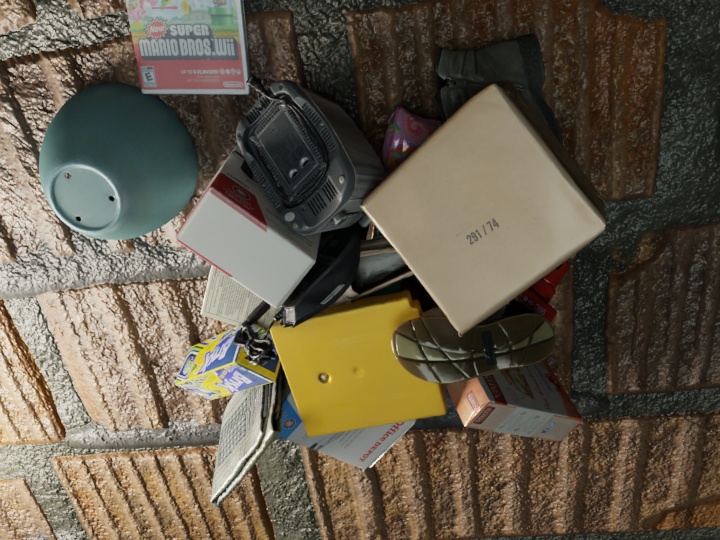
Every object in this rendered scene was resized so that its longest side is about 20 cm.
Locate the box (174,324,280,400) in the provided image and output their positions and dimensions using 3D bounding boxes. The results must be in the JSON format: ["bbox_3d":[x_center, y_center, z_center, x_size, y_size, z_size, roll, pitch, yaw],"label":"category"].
[{"bbox_3d":[-0.194,0.137,0.944,0.070,0.065,0.199,31,145,-28],"label":"box"}]

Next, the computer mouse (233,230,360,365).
[{"bbox_3d":[-0.072,0.036,0.788,0.046,0.140,0.201,44,74,-20],"label":"computer mouse"}]

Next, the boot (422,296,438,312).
[{"bbox_3d":[0.117,0.050,0.932,0.198,0.074,0.076,-27,103,9],"label":"boot"}]

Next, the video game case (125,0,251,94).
[{"bbox_3d":[-0.209,-0.313,0.766,0.140,0.018,0.203,1,120,4],"label":"video game case"}]

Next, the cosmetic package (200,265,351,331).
[{"bbox_3d":[-0.115,0.032,0.918,0.197,0.088,0.104,19,118,-6],"label":"cosmetic package"}]

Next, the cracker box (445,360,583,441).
[{"bbox_3d":[0.205,0.161,0.908,0.198,0.135,0.058,16,124,-33],"label":"cracker box"}]

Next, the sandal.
[{"bbox_3d":[0.136,0.090,0.784,0.196,0.054,0.082,-6,88,-3],"label":"sandal"}]

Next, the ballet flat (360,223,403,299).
[{"bbox_3d":[0.034,-0.031,0.884,0.067,0.068,0.202,10,121,-9],"label":"ballet flat"}]

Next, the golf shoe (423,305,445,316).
[{"bbox_3d":[0.044,0.090,0.889,0.199,0.092,0.075,-34,146,17],"label":"golf shoe"}]

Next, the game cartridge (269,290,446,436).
[{"bbox_3d":[-0.001,0.125,0.842,0.197,0.033,0.179,-12,111,11],"label":"game cartridge"}]

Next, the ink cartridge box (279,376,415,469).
[{"bbox_3d":[-0.034,0.209,1.001,0.198,0.086,0.147,27,118,-24],"label":"ink cartridge box"}]

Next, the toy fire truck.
[{"bbox_3d":[0.203,-0.023,0.830,0.175,0.129,0.201,36,90,-2],"label":"toy fire truck"}]

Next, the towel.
[{"bbox_3d":[-0.171,0.223,0.973,0.034,0.194,0.201,28,119,-19],"label":"towel"}]

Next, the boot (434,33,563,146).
[{"bbox_3d":[0.157,-0.172,0.754,0.128,0.068,0.203,-12,83,2],"label":"boot"}]

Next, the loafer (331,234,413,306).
[{"bbox_3d":[0.000,0.000,0.820,0.197,0.063,0.073,-22,110,9],"label":"loafer"}]

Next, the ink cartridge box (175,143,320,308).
[{"bbox_3d":[-0.124,-0.069,0.798,0.143,0.201,0.084,35,113,-16],"label":"ink cartridge box"}]

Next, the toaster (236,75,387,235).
[{"bbox_3d":[-0.056,-0.136,0.766,0.113,0.129,0.201,-41,74,23],"label":"toaster"}]

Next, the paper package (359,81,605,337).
[{"bbox_3d":[0.134,-0.068,0.699,0.199,0.103,0.191,-39,90,27],"label":"paper package"}]

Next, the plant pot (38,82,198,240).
[{"bbox_3d":[-0.322,-0.120,0.818,0.196,0.135,0.203,1,120,3],"label":"plant pot"}]

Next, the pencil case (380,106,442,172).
[{"bbox_3d":[0.125,-0.143,0.808,0.197,0.088,0.088,13,120,-5],"label":"pencil case"}]
